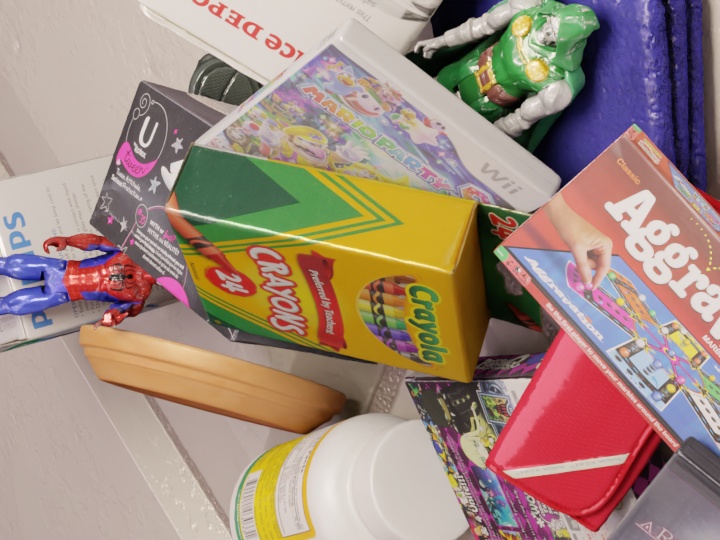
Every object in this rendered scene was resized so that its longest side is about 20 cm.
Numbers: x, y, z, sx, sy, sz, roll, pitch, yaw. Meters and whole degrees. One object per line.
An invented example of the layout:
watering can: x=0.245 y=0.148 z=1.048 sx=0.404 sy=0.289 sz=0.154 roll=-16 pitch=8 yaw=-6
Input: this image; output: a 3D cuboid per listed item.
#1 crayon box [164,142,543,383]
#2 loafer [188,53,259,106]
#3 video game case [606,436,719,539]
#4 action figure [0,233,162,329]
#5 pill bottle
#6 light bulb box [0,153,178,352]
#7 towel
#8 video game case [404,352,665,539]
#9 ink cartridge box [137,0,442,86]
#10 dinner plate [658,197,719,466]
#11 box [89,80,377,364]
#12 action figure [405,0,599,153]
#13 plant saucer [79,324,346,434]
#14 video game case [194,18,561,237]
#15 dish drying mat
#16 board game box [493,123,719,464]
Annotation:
crayon box: x=0.000 y=0.000 z=0.976 sx=0.199 sy=0.051 sz=0.127 roll=12 pitch=150 yaw=16
loafer: x=-0.102 y=-0.066 z=1.312 sx=0.063 sy=0.072 sz=0.201 roll=-133 pitch=42 yaw=-67
video game case: x=0.188 y=0.189 z=0.927 sx=0.143 sy=0.019 sz=0.200 roll=39 pitch=141 yaw=12
action figure: x=-0.224 y=0.010 z=1.206 sx=0.099 sy=0.199 sz=0.066 roll=-17 pitch=-78 yaw=-85
pill bottle: x=-0.003 y=0.160 z=1.202 sx=0.200 sy=0.112 sz=0.113 roll=-29 pitch=80 yaw=59
light bulb box: x=-0.226 y=-0.016 z=1.387 sx=0.198 sy=0.199 sz=0.125 roll=-16 pitch=90 yaw=59
towel: x=0.115 y=-0.101 z=0.959 sx=0.200 sy=0.049 sz=0.148 roll=21 pitch=125 yaw=55
video game case: x=0.123 y=0.144 z=1.035 sx=0.181 sy=0.036 sz=0.201 roll=-9 pitch=108 yaw=59
ink cartridge box: x=-0.011 y=-0.201 z=0.941 sx=0.200 sy=0.146 sz=0.083 roll=-54 pitch=14 yaw=28
dinner plate: x=0.174 y=0.052 z=0.956 sx=0.200 sy=0.024 sz=0.201 roll=33 pitch=131 yaw=46
box: x=-0.068 y=-0.035 z=1.172 sx=0.200 sy=0.132 sz=0.115 roll=36 pitch=108 yaw=46
action figure: x=0.066 y=-0.098 z=0.943 sx=0.200 sy=0.055 sz=0.119 roll=-35 pitch=74 yaw=56
plant saucer: x=-0.110 y=0.082 z=1.262 sx=0.200 sy=0.200 sz=0.038 roll=2 pitch=75 yaw=57
video game case: x=0.001 y=-0.057 z=0.964 sx=0.143 sy=0.018 sz=0.200 roll=36 pitch=151 yaw=-15
dish drying mat: x=0.140 y=0.047 z=0.910 sx=0.077 sy=0.018 sz=0.200 roll=32 pitch=119 yaw=9
board game box: x=0.167 y=0.033 z=0.866 sx=0.200 sy=0.019 sz=0.103 roll=48 pitch=126 yaw=2
